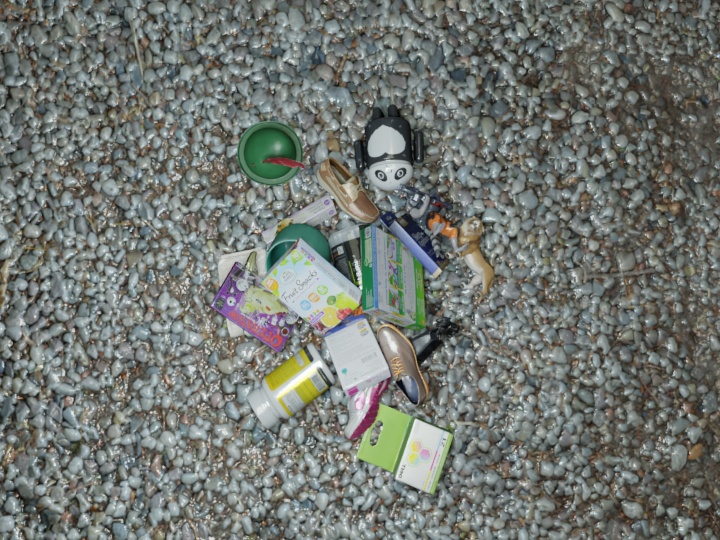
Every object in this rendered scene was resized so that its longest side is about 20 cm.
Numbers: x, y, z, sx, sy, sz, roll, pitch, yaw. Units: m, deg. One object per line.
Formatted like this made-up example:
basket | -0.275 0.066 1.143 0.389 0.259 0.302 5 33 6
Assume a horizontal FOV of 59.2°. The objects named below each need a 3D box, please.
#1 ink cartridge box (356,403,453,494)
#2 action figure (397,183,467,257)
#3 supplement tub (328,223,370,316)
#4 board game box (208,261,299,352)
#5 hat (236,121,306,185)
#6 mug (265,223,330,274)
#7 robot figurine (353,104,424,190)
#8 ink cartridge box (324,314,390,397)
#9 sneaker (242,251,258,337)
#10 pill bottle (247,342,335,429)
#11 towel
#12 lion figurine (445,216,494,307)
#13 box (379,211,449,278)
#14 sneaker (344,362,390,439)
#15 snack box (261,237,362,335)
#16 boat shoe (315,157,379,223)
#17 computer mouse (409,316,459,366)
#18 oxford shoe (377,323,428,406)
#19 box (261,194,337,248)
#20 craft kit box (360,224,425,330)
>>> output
ink cartridge box | 0.104 0.424 1.526 0.195 0.076 0.152 22 83 -1
action figure | 0.158 -0.131 1.550 0.196 0.195 0.106 18 114 -36
supplement tub | 0.000 0.000 1.546 0.119 0.123 0.206 -15 84 -4
board game box | -0.241 0.086 1.481 0.198 0.032 0.122 37 76 -21
hat | -0.216 -0.309 1.543 0.193 0.176 0.172 6 83 -2
mug | -0.149 -0.021 1.540 0.147 0.116 0.189 14 124 1
robot figurine | 0.071 -0.304 1.582 0.122 0.148 0.207 2 81 -38
ink cartridge box | -0.013 0.196 1.526 0.116 0.043 0.202 -23 46 -3
sneaker | -0.244 0.057 1.530 0.086 0.077 0.208 0 91 -15
pill bottle | -0.165 0.277 1.511 0.198 0.114 0.116 -35 86 -6
towel | -0.279 0.052 1.572 0.128 0.034 0.207 -12 84 -3
lion figurine | 0.290 -0.025 1.595 0.121 0.072 0.205 -30 101 -33
box | 0.135 -0.076 1.564 0.200 0.121 0.032 46 112 3
sneaker | 0.003 0.305 1.536 0.086 0.081 0.205 22 84 28
snack box | -0.112 0.041 1.468 0.199 0.054 0.142 41 123 -15
boat shoe | -0.028 -0.200 1.581 0.199 0.072 0.076 41 48 2
computer mouse | 0.149 0.181 1.547 0.200 0.138 0.053 -45 65 6
oxford shoe | 0.096 0.217 1.466 0.070 0.073 0.203 -32 85 17
box | -0.153 -0.119 1.589 0.196 0.042 0.039 -30 60 -6
craft kit box | 0.079 0.020 1.502 0.194 0.048 0.206 22 59 -41
